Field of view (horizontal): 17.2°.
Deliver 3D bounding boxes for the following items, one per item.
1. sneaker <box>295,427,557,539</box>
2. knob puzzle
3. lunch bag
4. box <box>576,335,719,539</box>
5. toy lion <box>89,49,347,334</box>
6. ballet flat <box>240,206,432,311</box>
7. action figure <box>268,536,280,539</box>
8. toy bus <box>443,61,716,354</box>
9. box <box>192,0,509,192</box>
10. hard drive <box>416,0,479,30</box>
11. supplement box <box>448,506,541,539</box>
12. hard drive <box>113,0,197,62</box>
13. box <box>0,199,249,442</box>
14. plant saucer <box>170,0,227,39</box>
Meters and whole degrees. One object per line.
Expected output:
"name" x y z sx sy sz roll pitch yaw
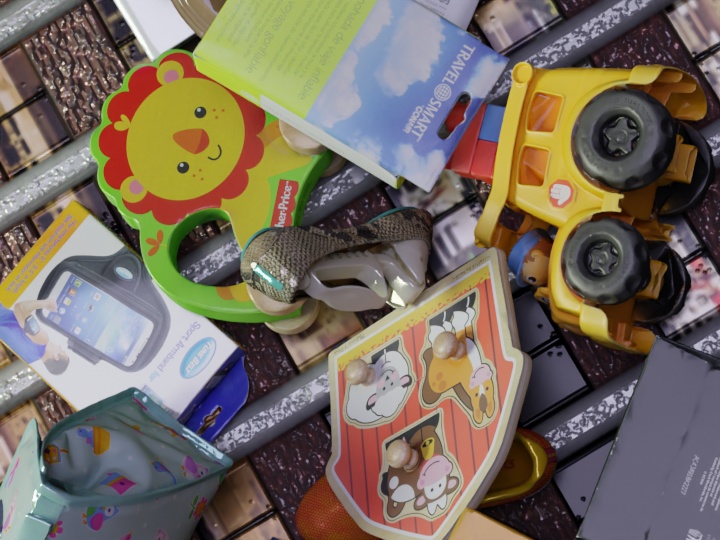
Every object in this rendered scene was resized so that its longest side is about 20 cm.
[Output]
"sneaker" 0.043 0.151 1.726 0.199 0.077 0.074 -20 79 11
"knob puzzle" 0.039 0.103 1.672 0.219 0.030 0.221 -27 51 38
"lunch bag" -0.205 0.190 1.678 0.122 0.200 0.171 35 111 15
"box" 0.234 0.143 1.632 0.124 0.200 0.150 22 85 11
"toy lion" -0.113 -0.065 1.783 0.190 0.069 0.202 7 74 11
"ballet flat" 0.000 0.000 1.703 0.075 0.199 0.068 42 120 30
"action figure" -0.041 0.263 1.683 0.192 0.200 0.105 -19 107 -20
"toy bus" 0.144 -0.052 1.723 0.191 0.136 0.202 9 85 24
"box" -0.007 -0.152 1.731 0.199 0.048 0.122 31 82 4
"hard drive" 0.039 -0.253 1.788 0.131 0.026 0.201 24 83 -4
"supplement box" 0.140 0.267 1.627 0.196 0.200 0.134 26 87 13
"hard drive" -0.157 -0.280 1.833 0.131 0.027 0.201 -32 89 3
"box" -0.180 0.055 1.798 0.200 0.041 0.119 40 89 15
"plant saucer" -0.057 -0.253 1.805 0.198 0.029 0.202 0 86 -6
